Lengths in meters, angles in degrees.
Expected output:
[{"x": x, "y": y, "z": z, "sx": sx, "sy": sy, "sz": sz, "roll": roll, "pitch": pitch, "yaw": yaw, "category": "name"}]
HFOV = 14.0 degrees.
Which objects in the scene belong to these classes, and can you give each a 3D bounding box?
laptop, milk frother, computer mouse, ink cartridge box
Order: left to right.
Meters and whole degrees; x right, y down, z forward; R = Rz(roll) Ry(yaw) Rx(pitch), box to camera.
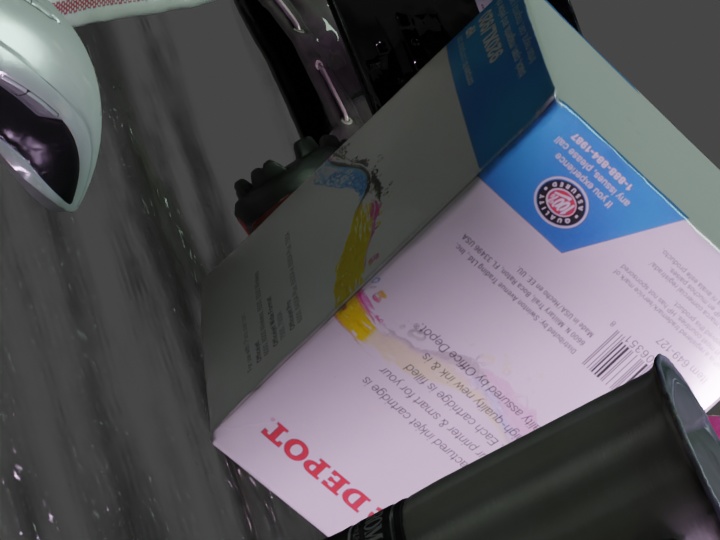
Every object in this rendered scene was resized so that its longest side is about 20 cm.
[{"x": -0.143, "y": -0.100, "z": 1.072, "sx": 0.200, "sy": 0.044, "sz": 0.110, "roll": 52, "pitch": 14, "yaw": -45, "category": "computer mouse"}, {"x": 0.039, "y": -0.131, "z": 1.413, "sx": 0.103, "sy": 0.199, "sz": 0.178, "roll": -46, "pitch": 121, "yaw": -45, "category": "laptop"}, {"x": 0.050, "y": 0.015, "z": 1.217, "sx": 0.147, "sy": 0.200, "sz": 0.145, "roll": 41, "pitch": 16, "yaw": -20, "category": "ink cartridge box"}, {"x": 0.076, "y": 0.170, "z": 1.052, "sx": 0.200, "sy": 0.187, "sz": 0.181, "roll": 56, "pitch": 13, "yaw": -32, "category": "milk frother"}]

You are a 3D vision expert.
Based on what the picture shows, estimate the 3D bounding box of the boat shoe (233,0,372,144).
[{"x": -0.021, "y": -0.087, "z": 1.633, "sx": 0.067, "sy": 0.057, "sz": 0.201, "roll": 120, "pitch": -45, "yaw": -59, "category": "boat shoe"}]

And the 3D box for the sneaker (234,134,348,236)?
[{"x": 0.000, "y": 0.000, "z": 1.434, "sx": 0.098, "sy": 0.071, "sz": 0.200, "roll": 64, "pitch": 9, "yaw": 22, "category": "sneaker"}]

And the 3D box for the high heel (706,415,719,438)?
[{"x": 0.094, "y": 0.148, "z": 1.193, "sx": 0.067, "sy": 0.200, "sz": 0.096, "roll": 43, "pitch": 9, "yaw": -16, "category": "high heel"}]

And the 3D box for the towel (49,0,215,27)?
[{"x": -0.114, "y": -0.200, "z": 1.191, "sx": 0.146, "sy": 0.030, "sz": 0.201, "roll": -18, "pitch": 95, "yaw": -42, "category": "towel"}]
